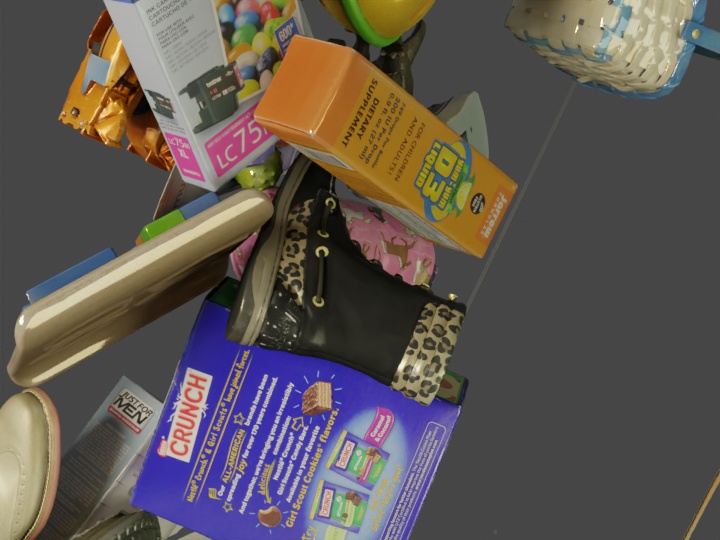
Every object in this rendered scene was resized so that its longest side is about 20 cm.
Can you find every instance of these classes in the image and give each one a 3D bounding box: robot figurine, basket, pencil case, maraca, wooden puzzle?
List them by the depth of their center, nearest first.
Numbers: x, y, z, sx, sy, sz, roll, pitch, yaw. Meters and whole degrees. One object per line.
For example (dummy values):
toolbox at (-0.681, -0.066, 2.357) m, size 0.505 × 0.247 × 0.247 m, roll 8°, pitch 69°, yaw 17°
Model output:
robot figurine at (-0.118, -0.170, 0.997) m, size 0.145 × 0.058 × 0.201 m, roll 21°, pitch 98°, yaw -59°
wooden puzzle at (-0.160, 0.006, 1.003) m, size 0.185 × 0.046 × 0.200 m, roll -31°, pitch 175°, yaw -18°
maraca at (0.005, -0.258, 1.047) m, size 0.137 × 0.106 × 0.201 m, roll -59°, pitch 142°, yaw -50°
pencil case at (-0.021, -0.014, 1.209) m, size 0.200 × 0.087 × 0.083 m, roll 12°, pitch 120°, yaw -52°
basket at (0.245, -0.223, 1.306) m, size 0.199 × 0.176 × 0.140 m, roll 16°, pitch 97°, yaw -43°

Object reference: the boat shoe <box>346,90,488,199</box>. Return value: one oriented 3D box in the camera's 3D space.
boat shoe at (0.050, -0.107, 1.249) m, size 0.200 × 0.090 × 0.071 m, roll -37°, pitch 119°, yaw -69°

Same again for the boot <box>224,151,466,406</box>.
boot at (-0.001, 0.002, 1.045) m, size 0.204 × 0.153 × 0.074 m, roll -72°, pitch -175°, yaw -49°

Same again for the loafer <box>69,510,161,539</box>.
loafer at (-0.218, 0.227, 1.060) m, size 0.200 × 0.069 × 0.076 m, roll -30°, pitch 124°, yaw -54°

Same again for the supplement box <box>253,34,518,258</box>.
supplement box at (0.022, -0.081, 1.001) m, size 0.200 × 0.069 × 0.067 m, roll 32°, pitch 81°, yaw -46°

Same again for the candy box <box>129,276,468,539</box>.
candy box at (-0.045, 0.124, 1.075) m, size 0.077 × 0.199 × 0.170 m, roll -61°, pitch 174°, yaw -77°

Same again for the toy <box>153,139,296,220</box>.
toy at (-0.066, -0.098, 1.070) m, size 0.200 × 0.047 × 0.116 m, roll -34°, pitch 148°, yaw -63°

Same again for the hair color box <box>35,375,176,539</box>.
hair color box at (-0.202, 0.193, 1.155) m, size 0.200 × 0.061 × 0.099 m, roll -54°, pitch 145°, yaw -7°

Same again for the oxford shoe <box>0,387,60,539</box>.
oxford shoe at (-0.274, 0.175, 1.047) m, size 0.074 × 0.071 × 0.201 m, roll 11°, pitch 106°, yaw -50°

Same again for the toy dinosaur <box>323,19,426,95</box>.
toy dinosaur at (0.013, -0.141, 1.144) m, size 0.200 × 0.076 × 0.103 m, roll -86°, pitch 174°, yaw -59°

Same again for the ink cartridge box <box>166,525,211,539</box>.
ink cartridge box at (-0.147, 0.313, 1.303) m, size 0.117 × 0.067 × 0.201 m, roll -18°, pitch 128°, yaw -42°

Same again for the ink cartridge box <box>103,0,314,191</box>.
ink cartridge box at (-0.095, -0.164, 0.931) m, size 0.119 × 0.042 × 0.201 m, roll -42°, pitch 128°, yaw -27°
